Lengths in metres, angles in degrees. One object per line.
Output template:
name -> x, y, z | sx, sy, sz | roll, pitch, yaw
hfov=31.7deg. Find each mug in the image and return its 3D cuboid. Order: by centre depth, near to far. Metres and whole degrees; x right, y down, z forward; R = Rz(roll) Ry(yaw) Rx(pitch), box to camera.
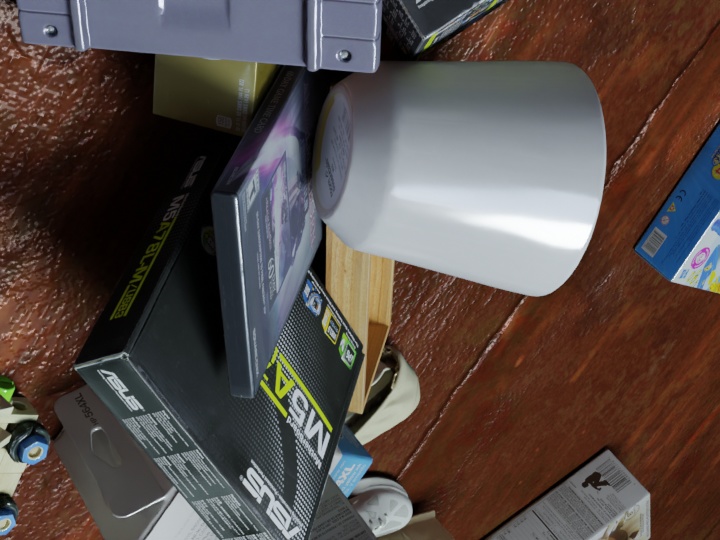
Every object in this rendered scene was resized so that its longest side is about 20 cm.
mug -> 0.046, -0.065, 0.813 | 0.151, 0.186, 0.152 | 5, 87, -19

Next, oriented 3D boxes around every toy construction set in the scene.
toy construction set -> -0.278, 0.136, 0.830 | 0.130, 0.093, 0.201 | 8, 131, -45

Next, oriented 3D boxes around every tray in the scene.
tray -> 0.000, 0.000, 0.945 | 0.099, 0.036, 0.202 | -69, 166, -46

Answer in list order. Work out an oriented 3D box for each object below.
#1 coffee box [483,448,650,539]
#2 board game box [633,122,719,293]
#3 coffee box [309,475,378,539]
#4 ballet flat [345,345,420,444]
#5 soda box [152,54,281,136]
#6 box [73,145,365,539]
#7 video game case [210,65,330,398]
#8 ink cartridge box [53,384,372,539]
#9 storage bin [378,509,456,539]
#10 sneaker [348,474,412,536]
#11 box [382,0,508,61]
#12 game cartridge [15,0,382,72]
coffee box -> 0.235, 0.315, 1.462 | 0.199, 0.080, 0.114 | -34, 142, -13
board game box -> 0.392, -0.072, 1.259 | 0.194, 0.056, 0.201 | 10, 118, -46
coffee box -> -0.005, 0.250, 0.874 | 0.079, 0.200, 0.115 | -26, 140, -20
ballet flat -> -0.032, 0.131, 1.061 | 0.199, 0.069, 0.070 | -37, 143, -24
soda box -> -0.073, -0.181, 0.707 | 0.068, 0.063, 0.202 | -69, 171, -51
box -> -0.078, 0.056, 0.816 | 0.047, 0.194, 0.201 | -15, 124, 27
video game case -> -0.049, -0.042, 0.783 | 0.201, 0.019, 0.145 | -68, 162, -51
ink cartridge box -> -0.115, 0.133, 0.933 | 0.199, 0.129, 0.126 | 21, 111, -51
storage bin -> 0.006, 0.363, 1.253 | 0.196, 0.094, 0.203 | -9, 123, -31
sneaker -> -0.007, 0.254, 1.156 | 0.199, 0.115, 0.076 | 5, 123, -45
box -> 0.086, -0.190, 0.762 | 0.159, 0.045, 0.200 | -33, -176, 3
game cartridge -> -0.085, -0.171, 0.651 | 0.197, 0.039, 0.131 | 5, 132, 5
